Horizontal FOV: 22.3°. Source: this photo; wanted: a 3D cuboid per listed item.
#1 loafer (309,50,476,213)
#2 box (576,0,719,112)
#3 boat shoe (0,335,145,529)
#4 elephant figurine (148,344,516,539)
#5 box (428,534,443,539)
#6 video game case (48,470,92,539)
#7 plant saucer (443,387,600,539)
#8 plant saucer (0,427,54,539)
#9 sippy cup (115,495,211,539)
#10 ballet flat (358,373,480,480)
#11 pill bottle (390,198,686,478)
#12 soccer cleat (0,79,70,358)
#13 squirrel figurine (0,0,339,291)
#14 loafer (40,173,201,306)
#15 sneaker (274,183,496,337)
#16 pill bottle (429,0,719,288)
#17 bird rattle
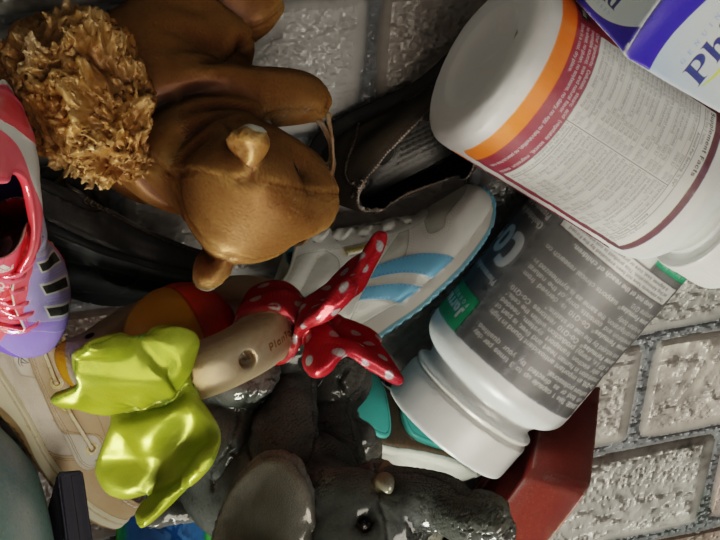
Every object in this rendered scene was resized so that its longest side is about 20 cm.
[{"bbox_3d":[0.066,-0.089,1.117,0.200,0.071,0.073,-32,129,1],"label":"loafer"},{"bbox_3d":[0.208,-0.169,1.051,0.200,0.184,0.105,23,113,-34],"label":"box"},{"bbox_3d":[-0.177,0.083,1.129,0.069,0.074,0.200,-28,129,4],"label":"boat shoe"},{"bbox_3d":[-0.023,0.139,1.025,0.141,0.200,0.155,-7,130,-23],"label":"elephant figurine"},{"bbox_3d":[-0.022,0.235,1.306,0.082,0.068,0.200,11,117,-31],"label":"box"},{"bbox_3d":[-0.181,0.226,1.127,0.019,0.143,0.200,-4,154,-17],"label":"video game case"},{"bbox_3d":[0.092,0.178,1.262,0.037,0.200,0.200,33,108,-1],"label":"plant saucer"},{"bbox_3d":[-0.208,0.177,1.099,0.039,0.201,0.201,-7,125,-18],"label":"plant saucer"},{"bbox_3d":[-0.075,0.176,1.204,0.130,0.140,0.178,7,163,-32],"label":"sippy cup"},{"bbox_3d":[0.005,0.107,1.238,0.200,0.069,0.069,28,109,-36],"label":"ballet flat"},{"bbox_3d":[0.118,0.031,1.189,0.113,0.113,0.200,33,101,-37],"label":"pill bottle"},{"bbox_3d":[-0.188,-0.010,0.946,0.067,0.077,0.200,-7,138,-8],"label":"soccer cleat"},{"bbox_3d":[-0.107,-0.070,0.980,0.200,0.187,0.142,11,118,-29],"label":"squirrel figurine"},{"bbox_3d":[-0.169,-0.028,1.058,0.200,0.072,0.073,17,155,-35],"label":"loafer"},{"bbox_3d":[0.000,0.000,1.146,0.200,0.077,0.081,-37,93,-15],"label":"sneaker"},{"bbox_3d":[0.148,-0.075,1.054,0.200,0.110,0.110,30,108,-22],"label":"pill bottle"},{"bbox_3d":[-0.083,0.033,0.992,0.200,0.163,0.113,-36,119,-25],"label":"bird rattle"}]
